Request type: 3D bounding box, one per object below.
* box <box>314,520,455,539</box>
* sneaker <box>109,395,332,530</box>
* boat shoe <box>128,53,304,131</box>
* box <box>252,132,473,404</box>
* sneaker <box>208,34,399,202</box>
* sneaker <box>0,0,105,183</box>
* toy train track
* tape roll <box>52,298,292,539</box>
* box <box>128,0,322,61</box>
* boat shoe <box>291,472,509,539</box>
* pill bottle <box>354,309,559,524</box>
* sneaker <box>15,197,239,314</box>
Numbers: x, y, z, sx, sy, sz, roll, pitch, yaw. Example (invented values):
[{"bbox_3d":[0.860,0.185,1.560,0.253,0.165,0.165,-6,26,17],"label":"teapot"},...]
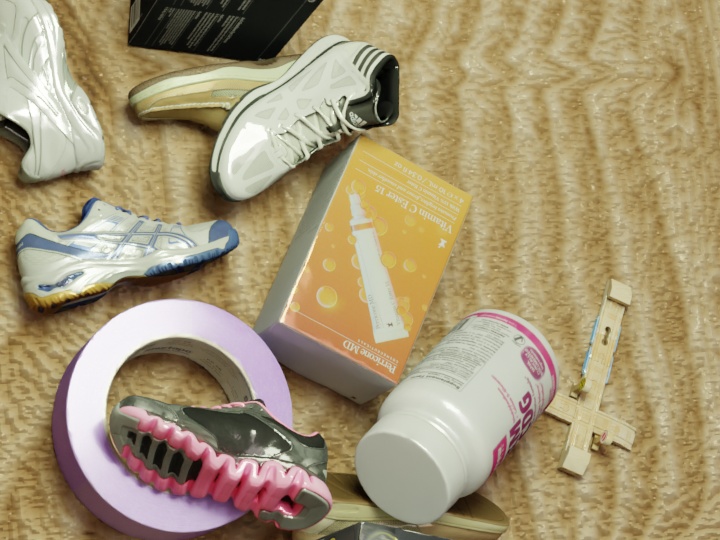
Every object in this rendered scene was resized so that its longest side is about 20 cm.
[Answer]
[{"bbox_3d":[0.036,0.259,1.502,0.160,0.200,0.049,17,69,-17],"label":"box"},{"bbox_3d":[-0.113,0.142,1.487,0.199,0.079,0.096,24,46,-15],"label":"sneaker"},{"bbox_3d":[-0.113,-0.151,1.635,0.199,0.072,0.077,-11,91,-24],"label":"boat shoe"},{"bbox_3d":[0.000,0.000,1.618,0.124,0.097,0.201,28,67,-12],"label":"box"},{"bbox_3d":[-0.042,-0.135,1.585,0.201,0.115,0.076,-48,124,-21],"label":"sneaker"},{"bbox_3d":[-0.301,-0.169,1.560,0.099,0.078,0.201,-23,84,-22],"label":"sneaker"},{"bbox_3d":[0.231,0.100,1.717,0.114,0.033,0.201,24,67,-14],"label":"toy train track"},{"bbox_3d":[-0.162,0.129,1.536,0.199,0.066,0.201,6,73,-21],"label":"tape roll"},{"bbox_3d":[-0.115,-0.261,1.589,0.140,0.200,0.079,8,72,-20],"label":"box"},{"bbox_3d":[0.035,0.225,1.593,0.199,0.071,0.065,9,109,-17],"label":"boat shoe"},{"bbox_3d":[0.085,0.129,1.575,0.114,0.113,0.200,50,45,-2],"label":"pill bottle"},{"bbox_3d":[-0.203,-0.028,1.558,0.199,0.075,0.089,-14,80,-25],"label":"sneaker"}]
